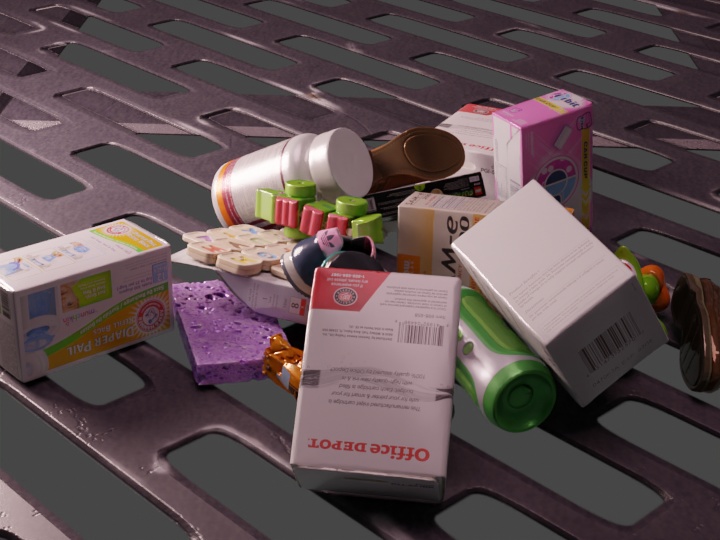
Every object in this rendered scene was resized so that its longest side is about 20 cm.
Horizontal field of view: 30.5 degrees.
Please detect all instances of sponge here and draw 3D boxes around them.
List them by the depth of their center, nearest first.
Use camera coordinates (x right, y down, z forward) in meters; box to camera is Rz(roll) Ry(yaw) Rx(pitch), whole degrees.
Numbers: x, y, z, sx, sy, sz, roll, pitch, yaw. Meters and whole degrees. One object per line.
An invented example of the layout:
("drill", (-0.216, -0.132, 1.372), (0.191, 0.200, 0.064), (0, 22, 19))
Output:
("sponge", (-0.149, 0.065, 1.502), (0.110, 0.030, 0.200), (-5, 26, -16))

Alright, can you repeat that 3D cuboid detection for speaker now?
("speaker", (0.132, 0.090, 1.406), (0.088, 0.089, 0.200), (-8, 28, -18))

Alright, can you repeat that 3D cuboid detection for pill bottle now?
("pill bottle", (-0.087, -0.112, 1.690), (0.199, 0.110, 0.109), (-16, 13, 37))

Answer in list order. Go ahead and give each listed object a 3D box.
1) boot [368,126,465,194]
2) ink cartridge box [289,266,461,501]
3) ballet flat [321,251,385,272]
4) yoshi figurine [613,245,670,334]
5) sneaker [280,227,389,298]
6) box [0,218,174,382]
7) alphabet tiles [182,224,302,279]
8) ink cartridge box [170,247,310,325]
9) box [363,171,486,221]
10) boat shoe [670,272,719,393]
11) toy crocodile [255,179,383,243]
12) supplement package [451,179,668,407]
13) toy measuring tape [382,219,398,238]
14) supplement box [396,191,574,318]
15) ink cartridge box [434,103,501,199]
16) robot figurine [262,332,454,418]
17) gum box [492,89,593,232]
("boot", (0.032, -0.132, 1.818), (0.199, 0.077, 0.155), (-21, -1, -26))
("ink cartridge box", (0.018, 0.108, 1.253), (0.143, 0.084, 0.202), (4, 65, 6))
("ballet flat", (0.020, 0.038, 1.428), (0.072, 0.200, 0.074), (-7, 66, 17))
("yoshi figurine", (0.295, 0.054, 1.508), (0.112, 0.112, 0.200), (46, 24, 7))
("sneaker", (0.000, 0.000, 1.474), (0.199, 0.082, 0.071), (12, 48, -56))
("box", (-0.316, 0.030, 1.473), (0.199, 0.114, 0.101), (-20, 32, -37))
("alphabet tiles", (-0.107, -0.026, 1.573), (0.195, 0.015, 0.199), (20, 20, 36))
("ink cartridge box", (-0.113, 0.009, 1.564), (0.198, 0.051, 0.162), (9, 16, 18))
("box", (0.057, -0.091, 1.768), (0.198, 0.035, 0.110), (-13, 0, -26))
("boat shoe", (0.396, 0.069, 1.476), (0.067, 0.072, 0.201), (16, 35, -2))
("toy crocodile", (-0.052, -0.062, 1.573), (0.199, 0.068, 0.062), (19, 20, 33))
("supplement package", (0.205, 0.021, 1.373), (0.117, 0.117, 0.200), (-38, 41, 0))
("toy measuring tape", (0.100, -0.035, 1.698), (0.198, 0.074, 0.074), (-4, 21, 30))
("supplement box", (0.145, -0.016, 1.553), (0.198, 0.127, 0.074), (6, 18, 18))
("ink cartridge box", (0.183, -0.168, 1.930), (0.146, 0.084, 0.200), (13, 28, 24))
("robot figurine", (0.000, 0.117, 1.362), (0.199, 0.059, 0.144), (27, 36, 34))
("gum box", (0.238, -0.119, 1.712), (0.113, 0.202, 0.066), (-20, 33, -23))
